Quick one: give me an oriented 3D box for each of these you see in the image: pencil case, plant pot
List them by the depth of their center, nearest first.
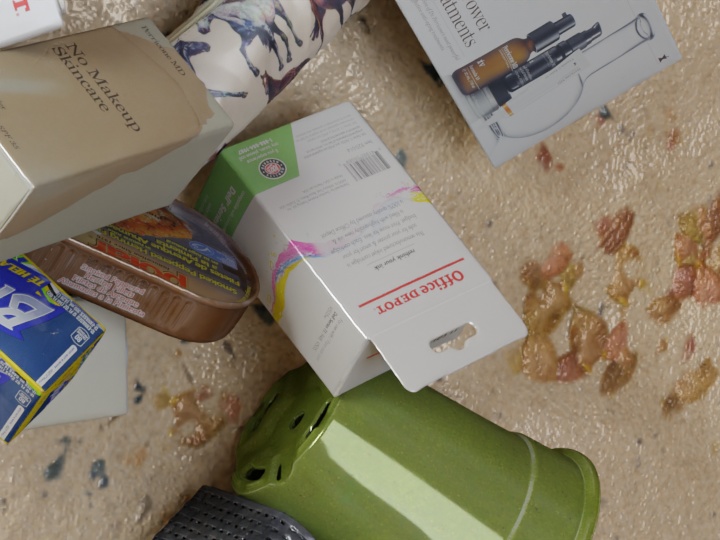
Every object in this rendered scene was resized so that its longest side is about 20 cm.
[{"bbox_3d":[-0.078,-0.145,1.687,0.200,0.078,0.090,-46,138,-21],"label":"pencil case"},{"bbox_3d":[0.021,0.149,1.750,0.190,0.200,0.201,38,75,-20],"label":"plant pot"}]

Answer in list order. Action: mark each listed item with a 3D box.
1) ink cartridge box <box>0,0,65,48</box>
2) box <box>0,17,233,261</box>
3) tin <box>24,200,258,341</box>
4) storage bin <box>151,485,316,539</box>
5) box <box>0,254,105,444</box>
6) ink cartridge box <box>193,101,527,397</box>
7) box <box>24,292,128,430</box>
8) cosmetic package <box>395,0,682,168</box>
[{"bbox_3d":[-0.281,-0.179,1.476,0.199,0.084,0.146,-20,109,-12],"label":"ink cartridge box"},{"bbox_3d":[-0.172,-0.075,1.527,0.095,0.078,0.200,49,32,10],"label":"box"},{"bbox_3d":[-0.154,-0.020,1.613,0.199,0.112,0.042,25,110,-23],"label":"tin"},{"bbox_3d":[-0.053,0.247,1.725,0.094,0.135,0.201,-46,119,-21],"label":"storage bin"},{"bbox_3d":[-0.246,0.001,1.529,0.200,0.070,0.064,42,50,1],"label":"box"},{"bbox_3d":[0.000,0.000,1.693,0.117,0.067,0.200,-23,66,-38],"label":"ink cartridge box"},{"bbox_3d":[-0.240,0.056,1.607,0.199,0.068,0.083,-6,100,-35],"label":"box"},{"bbox_3d":[0.110,-0.175,1.757,0.150,0.052,0.200,-32,138,3],"label":"cosmetic package"}]
